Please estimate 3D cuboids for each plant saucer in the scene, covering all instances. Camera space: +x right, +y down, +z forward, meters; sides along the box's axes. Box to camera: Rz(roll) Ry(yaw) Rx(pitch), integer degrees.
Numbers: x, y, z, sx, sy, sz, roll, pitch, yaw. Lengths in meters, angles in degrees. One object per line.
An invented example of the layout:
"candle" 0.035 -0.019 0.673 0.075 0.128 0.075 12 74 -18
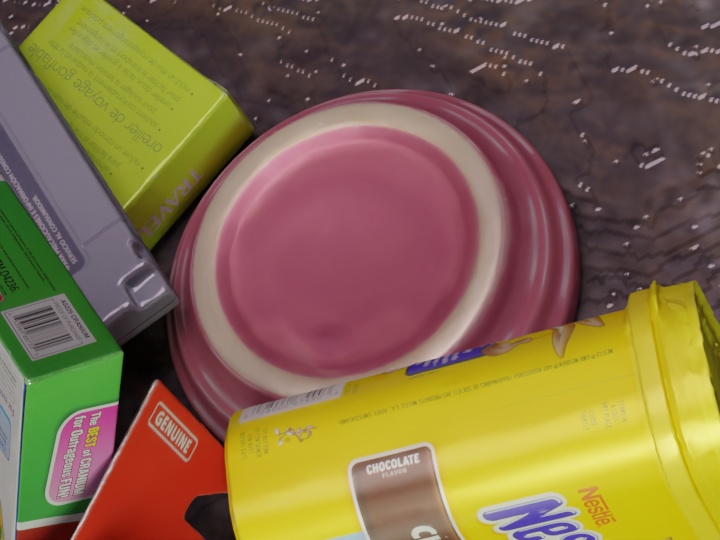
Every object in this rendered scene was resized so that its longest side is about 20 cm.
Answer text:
"plant saucer" 0.000 0.000 1.106 0.199 0.051 0.202 -7 63 15

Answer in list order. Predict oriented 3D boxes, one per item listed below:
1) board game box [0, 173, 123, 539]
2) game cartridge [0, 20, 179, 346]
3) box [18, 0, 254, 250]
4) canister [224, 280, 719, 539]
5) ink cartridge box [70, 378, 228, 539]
"board game box" -0.153 0.061 0.972 0.040 0.201 0.153 -16 49 -27
"game cartridge" -0.185 -0.021 1.133 0.133 0.041 0.200 -33 61 -3
"box" -0.161 -0.033 1.178 0.122 0.048 0.200 37 82 31
"canister" 0.060 0.086 0.988 0.199 0.149 0.087 -15 60 14
"ink cartridge box" -0.071 0.163 0.962 0.043 0.200 0.174 21 73 28
